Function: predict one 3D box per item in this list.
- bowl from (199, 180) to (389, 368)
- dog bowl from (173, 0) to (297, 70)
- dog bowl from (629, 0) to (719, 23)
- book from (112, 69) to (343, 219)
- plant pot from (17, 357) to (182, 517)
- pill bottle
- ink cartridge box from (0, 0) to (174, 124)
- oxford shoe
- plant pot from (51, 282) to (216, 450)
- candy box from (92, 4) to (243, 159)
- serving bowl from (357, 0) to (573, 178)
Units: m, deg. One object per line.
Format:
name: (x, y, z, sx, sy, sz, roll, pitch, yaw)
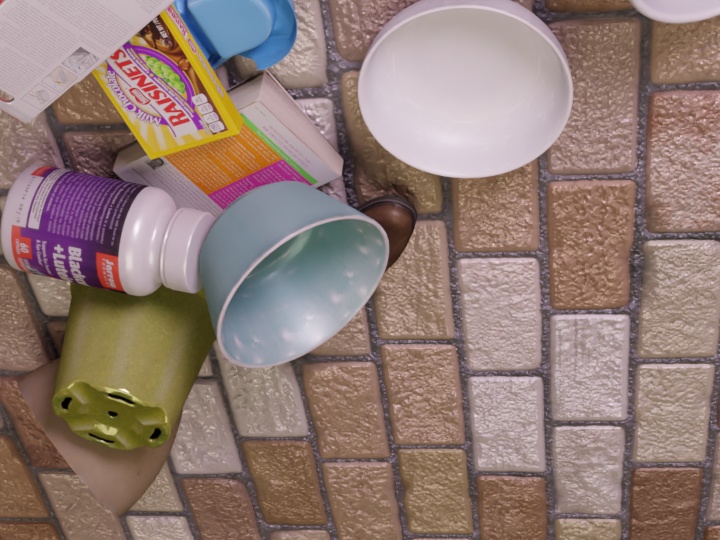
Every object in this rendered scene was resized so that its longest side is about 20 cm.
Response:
bowl: (-0.081, -0.010, 1.377, 0.200, 0.105, 0.202, -27, 146, -20)
dog bowl: (-0.149, -0.228, 1.277, 0.198, 0.050, 0.112, -17, 132, 22)
dog bowl: (0.275, -0.293, 1.076, 0.198, 0.079, 0.201, -19, 147, -13)
book: (-0.134, -0.106, 1.406, 0.199, 0.048, 0.134, -22, 130, 30)
plant pot: (-0.289, 0.168, 1.628, 0.134, 0.200, 0.201, -38, 130, -7)
pill bottle: (-0.252, -0.036, 1.401, 0.198, 0.112, 0.112, 11, 138, 14)
ink cartridge box: (-0.256, -0.217, 1.163, 0.199, 0.051, 0.109, -34, 140, 22)
oxford shoe: (0.000, 0.000, 1.471, 0.072, 0.085, 0.200, 23, 132, -15)
plant pot: (-0.245, 0.084, 1.495, 0.198, 0.185, 0.201, 8, 143, 6)
candy box: (-0.197, -0.191, 1.266, 0.101, 0.027, 0.201, -12, 133, 22)
serving bowl: (0.098, -0.180, 1.283, 0.198, 0.066, 0.201, 4, 136, 4)
